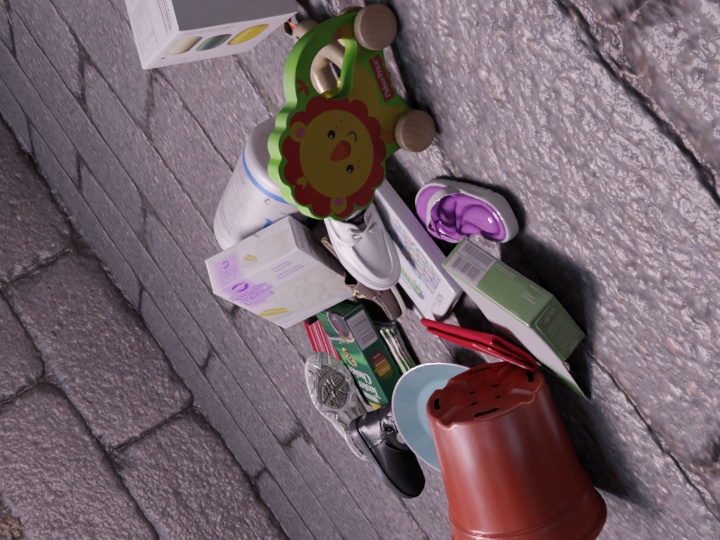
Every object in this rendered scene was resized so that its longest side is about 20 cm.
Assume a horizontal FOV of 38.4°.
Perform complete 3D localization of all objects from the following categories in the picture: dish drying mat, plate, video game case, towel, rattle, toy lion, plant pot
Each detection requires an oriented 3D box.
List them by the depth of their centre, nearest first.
[{"bbox_3d":[-0.024,-0.163,1.126,0.069,0.191,0.201,20,138,57],"label":"toy lion"},{"bbox_3d":[-0.074,-0.227,1.234,0.200,0.143,0.130,48,177,7],"label":"rattle"},{"bbox_3d":[0.177,0.229,1.254,0.200,0.200,0.196,13,126,61],"label":"plant pot"},{"bbox_3d":[0.144,0.090,1.289,0.076,0.018,0.200,27,174,-20],"label":"dish drying mat"},{"bbox_3d":[0.056,-0.029,1.343,0.200,0.024,0.182,54,167,11],"label":"video game case"},{"bbox_3d":[0.138,0.207,1.436,0.199,0.026,0.201,15,124,23],"label":"plate"},{"bbox_3d":[0.064,0.165,1.641,0.201,0.031,0.149,60,162,-13],"label":"towel"},{"bbox_3d":[-0.046,0.109,1.807,0.200,0.022,0.145,25,140,52],"label":"towel"}]

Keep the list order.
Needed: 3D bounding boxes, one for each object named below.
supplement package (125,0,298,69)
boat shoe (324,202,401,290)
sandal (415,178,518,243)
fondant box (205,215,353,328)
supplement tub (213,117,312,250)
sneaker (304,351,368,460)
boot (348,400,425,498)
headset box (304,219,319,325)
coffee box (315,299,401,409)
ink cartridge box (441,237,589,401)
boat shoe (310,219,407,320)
[{"bbox_3d":[-0.191,-0.348,1.248,0.200,0.151,0.152,-5,99,67],"label":"supplement package"},{"bbox_3d":[-0.012,-0.063,1.291,0.201,0.073,0.065,55,171,-3],"label":"boat shoe"},{"bbox_3d":[0.105,-0.062,1.182,0.083,0.050,0.202,63,159,-12],"label":"sandal"},{"bbox_3d":[-0.105,0.007,1.476,0.200,0.144,0.059,35,-147,-57],"label":"fondant box"},{"bbox_3d":[-0.122,-0.108,1.454,0.132,0.132,0.200,52,144,14],"label":"supplement tub"},{"bbox_3d":[-0.035,0.219,1.687,0.201,0.078,0.099,60,169,-11],"label":"sneaker"},{"bbox_3d":[0.100,0.253,1.546,0.200,0.066,0.165,-31,107,36],"label":"boot"},{"bbox_3d":[-0.099,-0.029,1.649,0.149,0.077,0.200,48,159,24],"label":"headset box"},{"bbox_3d":[0.005,0.135,1.616,0.123,0.044,0.201,17,139,62],"label":"coffee box"},{"bbox_3d":[0.190,0.057,1.170,0.145,0.048,0.200,37,176,43],"label":"ink cartridge box"},{"bbox_3d":[0.000,0.000,1.450,0.200,0.059,0.072,57,173,-32],"label":"boat shoe"}]
